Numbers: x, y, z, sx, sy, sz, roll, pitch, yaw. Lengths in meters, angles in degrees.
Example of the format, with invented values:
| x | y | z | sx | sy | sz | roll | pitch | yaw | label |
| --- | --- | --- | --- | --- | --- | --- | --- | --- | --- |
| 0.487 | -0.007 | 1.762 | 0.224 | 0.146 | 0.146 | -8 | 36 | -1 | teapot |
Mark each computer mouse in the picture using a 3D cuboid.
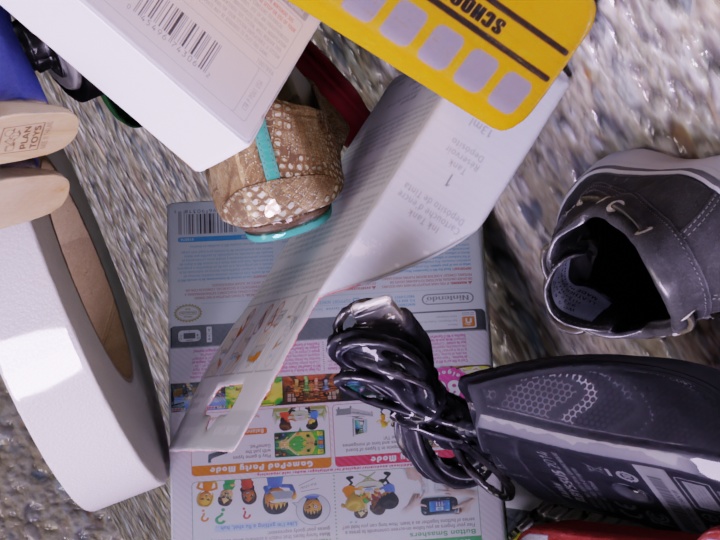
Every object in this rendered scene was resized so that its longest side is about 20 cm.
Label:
| x | y | z | sx | sy | sz | roll | pitch | yaw | label |
| --- | --- | --- | --- | --- | --- | --- | --- | --- | --- |
| 0.094 | 0.056 | 1.054 | 0.200 | 0.053 | 0.139 | 14 | 158 | 27 | computer mouse |

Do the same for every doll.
| x | y | z | sx | sy | sz | roll | pitch | yaw | label |
| --- | --- | --- | --- | --- | --- | --- | --- | --- | --- |
| -0.165 | -0.118 | 1.074 | 0.200 | 0.048 | 0.137 | 61 | 154 | 29 | doll |

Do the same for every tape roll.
| x | y | z | sx | sy | sz | roll | pitch | yaw | label |
| --- | --- | --- | --- | --- | --- | --- | --- | --- | --- |
| -0.135 | 0.005 | 1.195 | 0.203 | 0.037 | 0.203 | -21 | -90 | -87 | tape roll |

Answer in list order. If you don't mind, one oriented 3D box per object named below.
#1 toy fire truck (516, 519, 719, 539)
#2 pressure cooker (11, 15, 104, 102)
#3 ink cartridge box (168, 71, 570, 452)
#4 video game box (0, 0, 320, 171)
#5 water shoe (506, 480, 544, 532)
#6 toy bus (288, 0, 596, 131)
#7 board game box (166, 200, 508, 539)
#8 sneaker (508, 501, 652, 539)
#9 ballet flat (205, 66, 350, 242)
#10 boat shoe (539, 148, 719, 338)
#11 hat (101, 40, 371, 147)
| x | y | z | sx | sy | sz | roll | pitch | yaw | label |
| --- | --- | --- | --- | --- | --- | --- | --- | --- | --- |
| 0.105 | 0.190 | 1.032 | 0.168 | 0.112 | 0.200 | 0 | 90 | 49 | toy fire truck |
| -0.100 | -0.169 | 1.188 | 0.179 | 0.200 | 0.176 | 52 | 163 | 43 | pressure cooker |
| 0.000 | 0.000 | 1.149 | 0.047 | 0.200 | 0.160 | 32 | 170 | -9 | ink cartridge box |
| -0.086 | -0.168 | 1.041 | 0.200 | 0.182 | 0.047 | 41 | 148 | -18 | video game box |
| 0.019 | 0.089 | 1.324 | 0.072 | 0.200 | 0.079 | -47 | 42 | 52 | water shoe |
| -0.003 | -0.131 | 0.997 | 0.200 | 0.078 | 0.065 | 29 | -168 | -39 | toy bus |
| -0.011 | 0.064 | 1.245 | 0.064 | 0.147 | 0.200 | 85 | -178 | -57 | board game box |
| 0.120 | 0.125 | 1.210 | 0.085 | 0.078 | 0.200 | 55 | 175 | 8 | sneaker |
| -0.040 | -0.067 | 1.202 | 0.200 | 0.070 | 0.065 | -121 | 16 | -75 | ballet flat |
| 0.100 | -0.001 | 1.031 | 0.070 | 0.066 | 0.200 | 66 | 166 | -8 | boat shoe |
| -0.034 | -0.147 | 1.354 | 0.166 | 0.176 | 0.200 | -67 | -27 | -56 | hat |
